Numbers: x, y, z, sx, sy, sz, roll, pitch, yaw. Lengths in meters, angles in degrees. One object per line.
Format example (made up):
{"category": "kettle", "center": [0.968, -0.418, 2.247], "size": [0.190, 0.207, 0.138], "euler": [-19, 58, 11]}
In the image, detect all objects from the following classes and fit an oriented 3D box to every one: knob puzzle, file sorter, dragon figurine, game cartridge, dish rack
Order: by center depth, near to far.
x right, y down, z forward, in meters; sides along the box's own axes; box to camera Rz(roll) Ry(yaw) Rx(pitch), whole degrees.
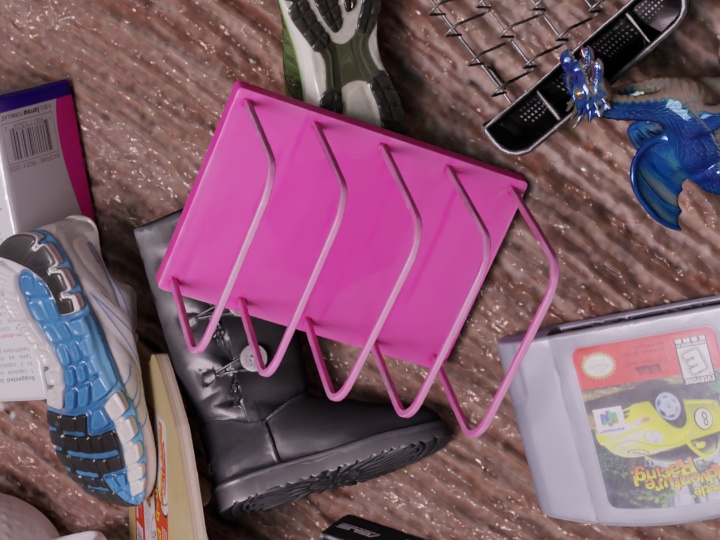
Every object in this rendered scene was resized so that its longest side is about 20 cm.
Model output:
{"category": "dragon figurine", "center": [0.190, -0.066, 1.285], "size": [0.099, 0.059, 0.200], "euler": [-24, 123, 18]}
{"category": "file sorter", "center": [0.000, 0.000, 1.311], "size": [0.199, 0.126, 0.140], "euler": [17, 111, -20]}
{"category": "dish rack", "center": [0.093, -0.190, 1.320], "size": [0.153, 0.054, 0.201], "euler": [-40, 84, 25]}
{"category": "game cartridge", "center": [0.191, 0.089, 1.348], "size": [0.199, 0.041, 0.134], "euler": [-12, 103, 27]}
{"category": "knob puzzle", "center": [-0.120, 0.152, 1.442], "size": [0.030, 0.220, 0.222], "euler": [-4, 104, -17]}

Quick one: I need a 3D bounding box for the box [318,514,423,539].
{"category": "box", "center": [0.037, 0.282, 1.458], "size": [0.159, 0.043, 0.202], "euler": [16, 108, 21]}

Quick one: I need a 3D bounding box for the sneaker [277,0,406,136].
{"category": "sneaker", "center": [-0.031, -0.152, 1.368], "size": [0.088, 0.076, 0.202], "euler": [20, 121, 59]}

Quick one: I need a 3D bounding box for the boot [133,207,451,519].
{"category": "boot", "center": [-0.046, 0.043, 1.426], "size": [0.164, 0.066, 0.201], "euler": [-14, 72, -15]}

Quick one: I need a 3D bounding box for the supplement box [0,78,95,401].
{"category": "supplement box", "center": [-0.244, -0.018, 1.484], "size": [0.103, 0.101, 0.202], "euler": [-7, 99, 26]}

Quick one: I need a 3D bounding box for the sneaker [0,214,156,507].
{"category": "sneaker", "center": [-0.167, 0.056, 1.431], "size": [0.074, 0.087, 0.202], "euler": [-5, 110, 33]}

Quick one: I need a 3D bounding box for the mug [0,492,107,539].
{"category": "mug", "center": [-0.263, 0.221, 1.505], "size": [0.199, 0.175, 0.149], "euler": [-17, 95, 26]}
